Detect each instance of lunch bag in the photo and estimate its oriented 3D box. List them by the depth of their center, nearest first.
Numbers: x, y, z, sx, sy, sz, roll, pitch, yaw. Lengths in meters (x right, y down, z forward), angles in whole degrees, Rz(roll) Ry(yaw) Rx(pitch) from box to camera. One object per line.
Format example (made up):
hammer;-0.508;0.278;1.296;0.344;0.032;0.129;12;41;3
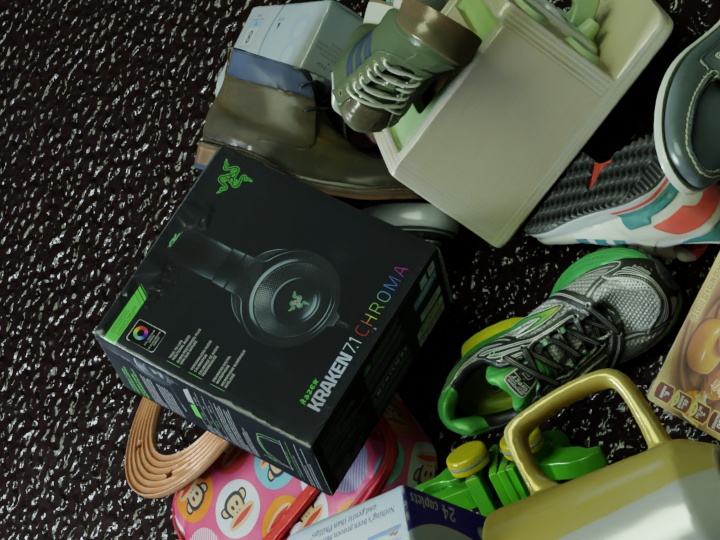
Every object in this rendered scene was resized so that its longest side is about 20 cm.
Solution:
lunch bag;-0.037;0.169;1.521;0.200;0.082;0.176;-52;50;16

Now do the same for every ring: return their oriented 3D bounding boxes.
ring;-0.113;0.087;1.574;0.200;0.019;0.201;-43;26;27

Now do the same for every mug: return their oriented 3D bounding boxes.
mug;0.168;0.166;1.273;0.153;0.149;0.187;-32;95;19

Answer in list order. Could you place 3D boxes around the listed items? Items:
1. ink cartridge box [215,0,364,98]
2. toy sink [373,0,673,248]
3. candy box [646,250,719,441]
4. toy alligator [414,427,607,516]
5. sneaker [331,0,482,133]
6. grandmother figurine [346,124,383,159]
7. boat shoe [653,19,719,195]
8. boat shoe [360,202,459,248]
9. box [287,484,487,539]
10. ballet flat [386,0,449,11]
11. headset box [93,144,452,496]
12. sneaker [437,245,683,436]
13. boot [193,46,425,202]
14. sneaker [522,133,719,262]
ink cartridge box;-0.082;-0.119;1.654;0.201;0.047;0.160;-63;26;-8
toy sink;0.106;-0.143;1.457;0.200;0.112;0.131;-51;21;15
candy box;0.284;0.073;1.273;0.199;0.055;0.116;30;96;46
toy alligator;0.081;0.146;1.426;0.199;0.060;0.054;-21;18;23
sneaker;0.024;-0.131;1.390;0.090;0.067;0.200;-62;13;1
grandmother figurine;-0.003;-0.112;1.618;0.201;0.060;0.121;-57;37;6
boat shoe;0.251;-0.127;1.324;0.062;0.073;0.200;-18;27;49
boat shoe;-0.002;0.000;1.559;0.198;0.073;0.069;-16;68;40
box;0.057;0.263;1.316;0.104;0.183;0.202;-27;57;30
ballet flat;0.054;-0.242;1.577;0.063;0.067;0.201;-33;31;23
headset box;-0.065;0.030;1.456;0.199;0.093;0.175;26;70;21
sneaker;0.135;0.057;1.387;0.200;0.078;0.085;-38;8;32
boot;-0.034;-0.106;1.525;0.198;0.075;0.098;12;93;28
sneaker;0.186;-0.034;1.400;0.071;0.093;0.200;-59;15;-16
